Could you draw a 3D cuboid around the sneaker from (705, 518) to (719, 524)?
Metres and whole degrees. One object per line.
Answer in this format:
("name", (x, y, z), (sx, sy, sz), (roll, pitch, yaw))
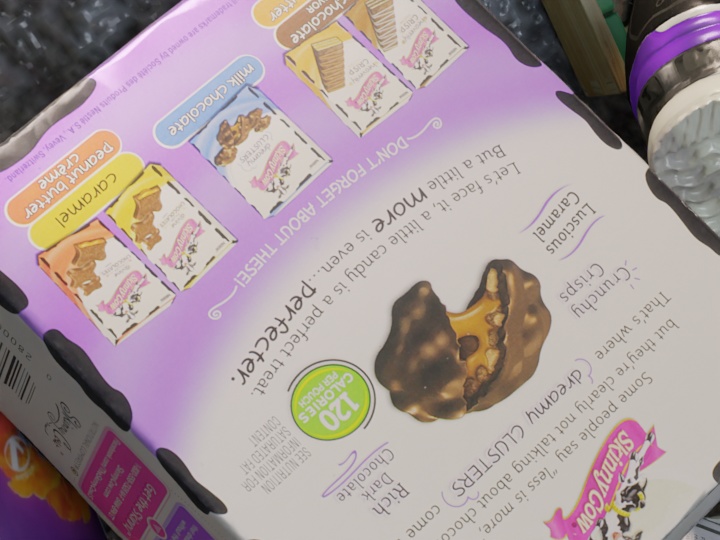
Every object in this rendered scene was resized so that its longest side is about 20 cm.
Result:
("sneaker", (0.089, 0.048, 0.988), (0.200, 0.070, 0.080), (41, 71, -18))

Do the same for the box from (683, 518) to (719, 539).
("box", (0.109, 0.140, 0.918), (0.200, 0.060, 0.117), (20, 39, -13))

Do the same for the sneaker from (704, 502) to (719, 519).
("sneaker", (0.171, 0.000, 0.917), (0.086, 0.200, 0.078), (-1, 55, -48))

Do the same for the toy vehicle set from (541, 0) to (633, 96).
("toy vehicle set", (0.091, -0.175, 1.014), (0.124, 0.027, 0.200), (-30, 101, -22))

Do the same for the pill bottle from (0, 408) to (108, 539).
("pill bottle", (-0.115, 0.125, 0.869), (0.111, 0.111, 0.200), (-25, 100, -23))

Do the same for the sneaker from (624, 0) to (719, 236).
("sneaker", (0.135, -0.035, 0.986), (0.070, 0.100, 0.200), (-20, 143, 7))

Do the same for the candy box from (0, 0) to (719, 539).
("candy box", (0.002, 0.018, 0.814), (0.200, 0.072, 0.168), (46, 64, 8))
